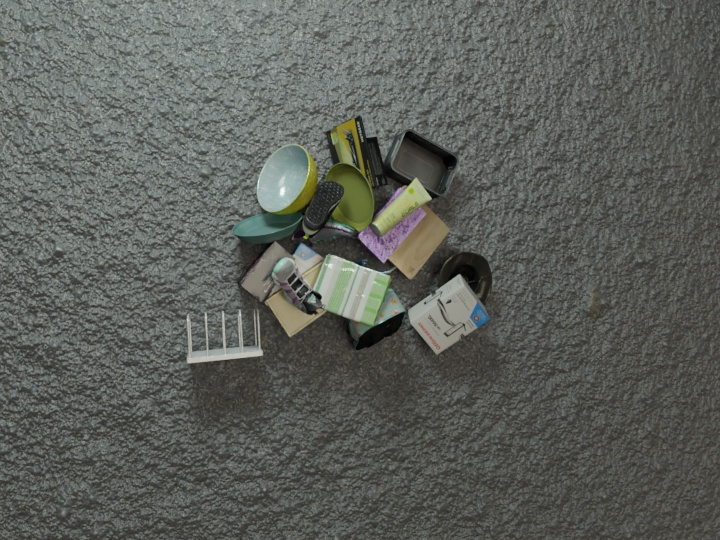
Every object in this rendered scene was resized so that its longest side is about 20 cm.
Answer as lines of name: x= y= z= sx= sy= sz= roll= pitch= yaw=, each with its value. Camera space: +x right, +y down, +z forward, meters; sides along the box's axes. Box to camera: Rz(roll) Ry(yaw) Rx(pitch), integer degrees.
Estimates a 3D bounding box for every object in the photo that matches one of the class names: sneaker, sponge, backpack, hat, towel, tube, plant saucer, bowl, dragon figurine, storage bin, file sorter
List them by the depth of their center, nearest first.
sneaker: x=-0.146 y=0.053 z=1.478 sx=0.139 sy=0.201 sz=0.078 roll=35 pitch=75 yaw=24
towel: x=-0.029 y=0.055 z=1.564 sx=0.197 sy=0.031 sz=0.152 roll=19 pitch=81 yaw=16
file sorter: x=-0.374 y=0.173 z=1.564 sx=0.196 sy=0.139 sz=0.127 roll=-4 pitch=89 yaw=-15
plant saucer: x=-0.252 y=-0.116 z=1.570 sx=0.196 sy=0.200 sz=0.037 roll=-16 pitch=114 yaw=-14
sneaker: x=-0.113 y=-0.167 z=1.585 sx=0.071 sy=0.083 sz=0.201 roll=31 pitch=53 yaw=2
bowl: x=-0.185 y=-0.239 z=1.607 sx=0.107 sy=0.198 sz=0.203 roll=27 pitch=83 yaw=-49
plant saucer: x=-0.026 y=-0.210 z=1.638 sx=0.031 sy=0.198 sz=0.203 roll=-26 pitch=98 yaw=-40
tube: x=0.114 y=-0.178 z=1.640 sx=0.199 sy=0.052 sz=0.058 roll=-41 pitch=138 yaw=-16
backpack: x=0.037 y=0.126 z=1.644 sx=0.173 sy=0.200 sz=0.155 roll=-23 pitch=80 yaw=-12
sneaker: x=-0.102 y=-0.104 z=1.651 sx=0.197 sy=0.074 sz=0.089 roll=16 pitch=99 yaw=16
dragon figurine: x=0.000 y=0.000 z=1.653 sx=0.198 sy=0.059 sz=0.101 roll=-27 pitch=84 yaw=24
sponge: x=0.090 y=-0.132 z=1.671 sx=0.111 sy=0.030 sz=0.200 roll=44 pitch=80 yaw=-12
storage bin: x=0.181 y=-0.319 z=1.733 sx=0.197 sy=0.094 sz=0.137 roll=25 pitch=84 yaw=-15
hat: x=0.315 y=0.029 z=1.782 sx=0.196 sy=0.081 sz=0.205 roll=-4 pitch=108 yaw=-12

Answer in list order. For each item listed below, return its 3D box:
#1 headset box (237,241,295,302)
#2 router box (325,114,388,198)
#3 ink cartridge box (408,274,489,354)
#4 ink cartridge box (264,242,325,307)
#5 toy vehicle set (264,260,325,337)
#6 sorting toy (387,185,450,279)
headset box: x=-0.259 y=0.003 z=1.560 sx=0.075 sy=0.200 sz=0.150 roll=39 pitch=80 yaw=-12
router box: x=-0.012 y=-0.323 z=1.644 sx=0.052 sy=0.156 sz=0.204 roll=-18 pitch=95 yaw=-42
ink cartridge box: x=0.263 y=0.134 z=1.718 sx=0.199 sy=0.085 sz=0.146 roll=-37 pitch=109 yaw=14
ink cartridge box: x=-0.183 y=0.036 z=1.649 sx=0.115 sy=0.067 sz=0.202 roll=34 pitch=82 yaw=-14
toy vehicle set: x=-0.153 y=0.079 z=1.610 sx=0.198 sy=0.026 sz=0.126 roll=-34 pitch=101 yaw=-13
sorting toy: x=0.134 y=-0.113 z=1.734 sx=0.198 sy=0.069 sz=0.201 roll=42 pitch=81 yaw=-12
